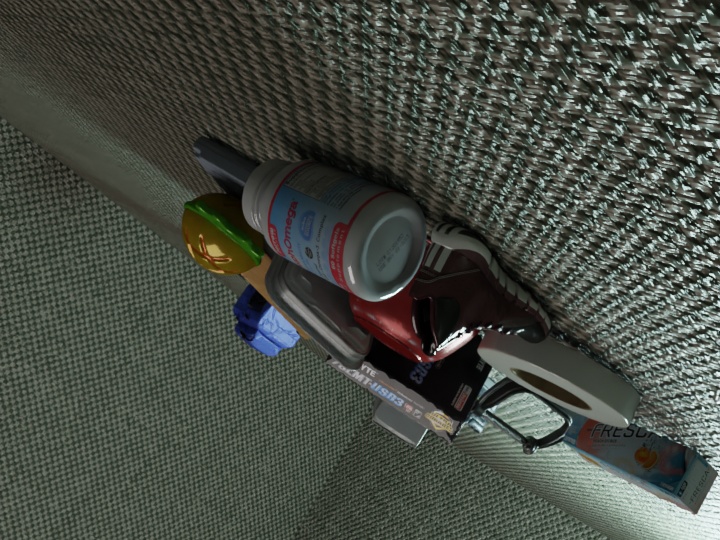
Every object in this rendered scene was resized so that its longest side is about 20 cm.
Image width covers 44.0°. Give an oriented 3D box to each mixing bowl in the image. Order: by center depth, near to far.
[{"bbox_3d":[0.059,0.037,1.053,0.198,0.109,0.200,34,171,6],"label":"mixing bowl"}]

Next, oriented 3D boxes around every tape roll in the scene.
[{"bbox_3d":[0.233,0.125,1.061,0.200,0.038,0.203,27,170,5],"label":"tape roll"}]

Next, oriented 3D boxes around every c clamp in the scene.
[{"bbox_3d":[0.225,0.214,1.298,0.198,0.171,0.027,31,-149,-25],"label":"c clamp"}]

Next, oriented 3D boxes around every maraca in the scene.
[{"bbox_3d":[-0.191,-0.053,1.247,0.136,0.108,0.200,36,170,-11],"label":"maraca"}]

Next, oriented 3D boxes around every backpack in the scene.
[{"bbox_3d":[-0.274,0.131,2.496,0.163,0.168,0.199,48,168,-35],"label":"backpack"}]

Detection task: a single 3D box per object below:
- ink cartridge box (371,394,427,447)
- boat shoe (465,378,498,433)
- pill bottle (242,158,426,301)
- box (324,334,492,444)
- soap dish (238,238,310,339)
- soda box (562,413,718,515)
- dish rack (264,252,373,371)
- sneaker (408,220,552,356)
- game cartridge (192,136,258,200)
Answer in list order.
[{"bbox_3d":[0.088,0.173,1.388,0.084,0.146,0.200,31,-175,1],"label":"ink cartridge box"},{"bbox_3d":[0.167,0.204,1.563,0.199,0.092,0.071,38,169,-22],"label":"boat shoe"},{"bbox_3d":[-0.034,-0.051,0.924,0.198,0.110,0.109,25,168,42],"label":"pill bottle"},{"bbox_3d":[0.078,0.115,1.213,0.196,0.050,0.200,31,-147,9],"label":"box"},{"bbox_3d":[-0.127,0.011,1.471,0.200,0.081,0.158,48,-176,-26],"label":"soap dish"},{"bbox_3d":[0.365,0.246,1.181,0.068,0.064,0.199,39,169,-31],"label":"soda box"},{"bbox_3d":[-0.032,0.013,1.138,0.172,0.043,0.201,44,-149,-18],"label":"dish rack"},{"bbox_3d":[0.110,0.049,0.904,0.199,0.117,0.075,41,168,-35],"label":"sneaker"},{"bbox_3d":[-0.146,-0.109,1.252,0.132,0.041,0.200,34,172,22],"label":"game cartridge"}]
